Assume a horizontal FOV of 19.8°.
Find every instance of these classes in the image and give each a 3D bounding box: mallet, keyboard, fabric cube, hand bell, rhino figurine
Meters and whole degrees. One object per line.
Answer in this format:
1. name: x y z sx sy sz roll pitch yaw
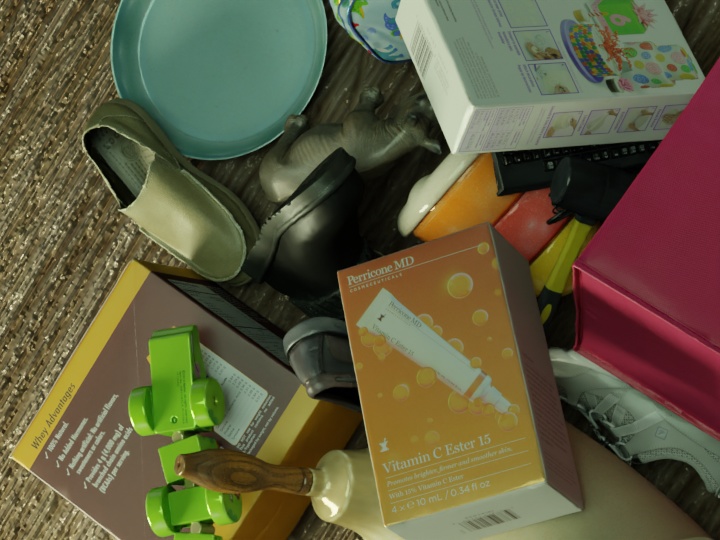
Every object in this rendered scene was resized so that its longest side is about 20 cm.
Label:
1. mallet: 0.140 0.004 1.562 0.066 0.041 0.200 23 113 -16
2. keyboard: 0.193 -0.099 1.583 0.200 0.040 0.104 -12 93 -24
3. fabric cube: 0.286 0.001 1.489 0.196 0.200 0.200 32 76 15
4. hand bell: -0.051 0.159 1.562 0.104 0.200 0.104 -25 60 52
5. rhino figurine: 0.002 -0.103 1.666 0.200 0.088 0.060 -20 119 28

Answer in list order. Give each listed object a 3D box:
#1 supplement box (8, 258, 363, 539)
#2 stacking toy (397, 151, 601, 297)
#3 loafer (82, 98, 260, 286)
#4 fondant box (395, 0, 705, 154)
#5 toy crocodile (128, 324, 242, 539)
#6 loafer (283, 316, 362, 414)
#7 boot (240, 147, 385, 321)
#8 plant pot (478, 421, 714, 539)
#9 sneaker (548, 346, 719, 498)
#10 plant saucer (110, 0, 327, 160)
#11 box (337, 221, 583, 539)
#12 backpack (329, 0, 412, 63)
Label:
1. supplement box: -0.136 0.128 1.690 0.200 0.133 0.198 35 97 18
2. stacking toy: 0.141 -0.027 1.625 0.200 0.146 0.146 42 100 2
3. loafer: -0.165 -0.059 1.735 0.200 0.067 0.076 43 118 10
4. fondant box: 0.144 -0.163 1.555 0.199 0.058 0.145 -6 53 -20
5. toy crocodile: -0.131 0.141 1.591 0.067 0.062 0.201 -14 77 17
6. loafer: 0.021 0.098 1.608 0.072 0.200 0.063 -38 46 29
7. boot: 0.001 -0.002 1.614 0.158 0.211 0.079 40 68 1
8. plant pot: 0.140 0.193 1.580 0.187 0.187 0.200 -44 60 11
9. sneaker: 0.205 0.114 1.604 0.200 0.075 0.082 19 90 19
10. plant saucer: -0.118 -0.192 1.767 0.200 0.027 0.201 -1 86 18
11. box: 0.071 0.086 1.496 0.124 0.097 0.200 -18 66 16
12. backpack: 0.068 -0.250 1.640 0.200 0.163 0.154 0 69 25
